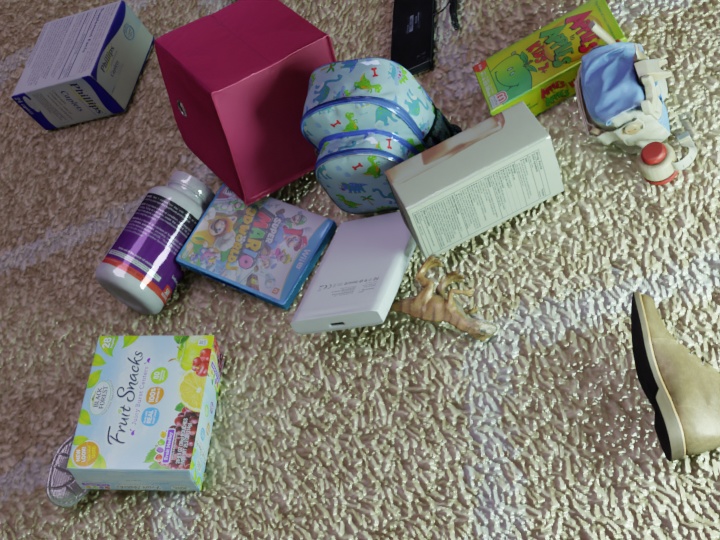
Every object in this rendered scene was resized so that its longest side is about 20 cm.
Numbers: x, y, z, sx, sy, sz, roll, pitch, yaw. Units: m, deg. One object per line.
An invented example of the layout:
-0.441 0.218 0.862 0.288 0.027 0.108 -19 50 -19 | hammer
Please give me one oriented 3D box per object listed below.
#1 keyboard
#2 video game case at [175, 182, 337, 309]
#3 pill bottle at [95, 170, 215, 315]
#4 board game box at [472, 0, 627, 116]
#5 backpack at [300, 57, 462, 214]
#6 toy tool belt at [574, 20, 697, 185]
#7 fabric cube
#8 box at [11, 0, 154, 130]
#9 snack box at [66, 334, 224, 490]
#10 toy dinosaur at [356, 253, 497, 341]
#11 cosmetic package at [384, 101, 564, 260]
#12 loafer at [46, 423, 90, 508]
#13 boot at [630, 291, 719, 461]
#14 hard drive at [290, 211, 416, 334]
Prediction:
0.102 -0.378 1.859 0.126 0.021 0.202 -20 49 29 | keyboard
-0.149 -0.039 1.736 0.198 0.018 0.144 21 69 28 | video game case
-0.294 -0.043 1.806 0.112 0.113 0.201 15 66 41 | pill bottle
0.257 -0.278 1.651 0.198 0.048 0.102 -28 45 14 | board game box
0.018 -0.176 1.629 0.181 0.200 0.148 -7 53 29 | backpack
0.324 -0.208 1.496 0.124 0.123 0.202 -26 46 16 | toy tool belt
-0.152 -0.253 1.776 0.199 0.198 0.199 -28 43 -17 | fabric cube
-0.496 -0.366 2.206 0.198 0.105 0.186 -8 53 31 | box
-0.279 0.186 1.616 0.166 0.068 0.202 0 53 10 | snack box
0.078 0.040 1.519 0.198 0.060 0.107 6 62 38 | toy dinosaur
0.142 -0.112 1.538 0.198 0.104 0.088 -26 45 -2 | cosmetic package
-0.367 0.236 1.688 0.071 0.063 0.202 20 66 1 | loafer
0.334 0.105 1.297 0.074 0.074 0.202 -12 53 2 | boot
0.000 0.000 1.590 0.131 0.027 0.201 -9 37 30 | hard drive
